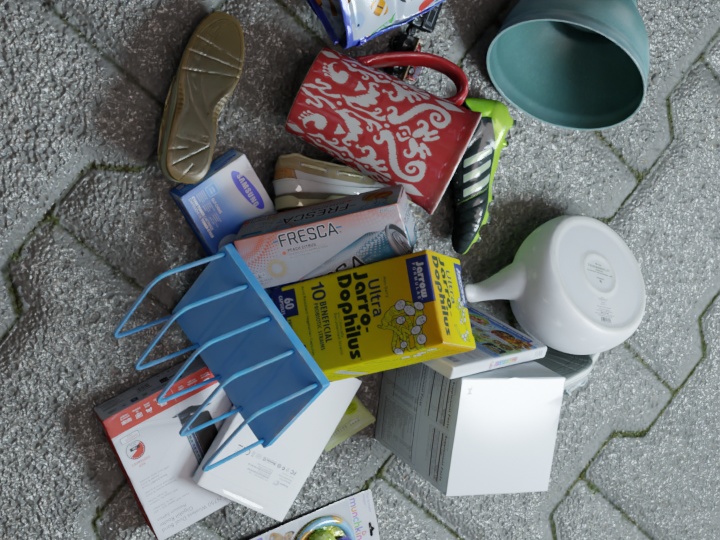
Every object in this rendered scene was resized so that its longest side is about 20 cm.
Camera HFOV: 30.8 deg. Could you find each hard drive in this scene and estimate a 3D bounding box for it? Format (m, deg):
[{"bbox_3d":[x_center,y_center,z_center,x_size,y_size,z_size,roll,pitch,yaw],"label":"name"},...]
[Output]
[{"bbox_3d":[-0.100,0.193,1.592,0.132,0.027,0.200,30,90,-30],"label":"hard drive"}]

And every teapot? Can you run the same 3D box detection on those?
[{"bbox_3d":[0.270,0.031,1.725,0.200,0.146,0.197,50,48,-4],"label":"teapot"}]

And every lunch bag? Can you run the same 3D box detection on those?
[{"bbox_3d":[0.010,-0.375,1.500,0.170,0.124,0.201,-30,107,-17],"label":"lunch bag"}]

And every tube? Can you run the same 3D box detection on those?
[{"bbox_3d":[-0.055,0.137,1.644,0.200,0.058,0.052,61,38,-28],"label":"tube"}]

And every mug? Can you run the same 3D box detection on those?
[{"bbox_3d":[0.029,-0.179,1.540,0.199,0.178,0.134,26,127,0],"label":"mug"}]

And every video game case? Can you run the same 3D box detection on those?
[{"bbox_3d":[0.121,0.083,1.624,0.200,0.143,0.018,-7,119,-49],"label":"video game case"}]

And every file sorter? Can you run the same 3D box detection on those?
[{"bbox_3d":[-0.162,0.099,1.457,0.123,0.139,0.200,-20,69,-48],"label":"file sorter"}]

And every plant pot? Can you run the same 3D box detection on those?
[{"bbox_3d":[0.272,-0.289,1.626,0.200,0.200,0.135,40,58,-29],"label":"plant pot"}]

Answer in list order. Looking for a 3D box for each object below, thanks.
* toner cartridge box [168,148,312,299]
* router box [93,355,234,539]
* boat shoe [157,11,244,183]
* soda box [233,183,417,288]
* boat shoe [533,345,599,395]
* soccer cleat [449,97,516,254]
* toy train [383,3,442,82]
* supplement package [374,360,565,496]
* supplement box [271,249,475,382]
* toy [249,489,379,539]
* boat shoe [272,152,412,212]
[{"bbox_3d":[-0.136,-0.035,1.561,0.095,0.043,0.200,-36,116,-14],"label":"toner cartridge box"},{"bbox_3d":[-0.196,0.202,1.590,0.200,0.049,0.180,-28,114,-17],"label":"router box"},{"bbox_3d":[-0.189,-0.196,1.480,0.074,0.066,0.201,22,80,-28],"label":"boat shoe"},{"bbox_3d":[-0.040,-0.037,1.492,0.199,0.064,0.069,-13,112,14],"label":"soda box"},{"bbox_3d":[0.272,0.136,1.747,0.202,0.074,0.065,-26,131,-65],"label":"boat shoe"},{"bbox_3d":[0.136,-0.122,1.667,0.081,0.068,0.201,13,97,-10],"label":"soccer cleat"},{"bbox_3d":[0.054,-0.256,1.604,0.046,0.034,0.201,18,94,-39],"label":"toy train"},{"bbox_3d":[0.134,0.177,1.659,0.151,0.200,0.151,2,102,-26],"label":"supplement package"},{"bbox_3d":[0.015,0.056,1.500,0.109,0.199,0.109,14,64,-65],"label":"supplement box"},{"bbox_3d":[-0.057,0.378,1.706,0.199,0.047,0.116,-17,112,-21],"label":"toy"},{"bbox_3d":[-0.016,-0.107,1.581,0.199,0.075,0.069,-1,84,-40],"label":"boat shoe"}]
